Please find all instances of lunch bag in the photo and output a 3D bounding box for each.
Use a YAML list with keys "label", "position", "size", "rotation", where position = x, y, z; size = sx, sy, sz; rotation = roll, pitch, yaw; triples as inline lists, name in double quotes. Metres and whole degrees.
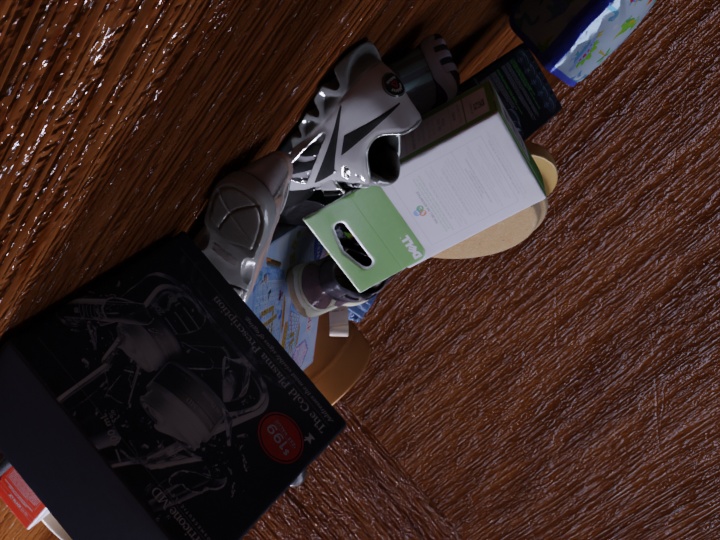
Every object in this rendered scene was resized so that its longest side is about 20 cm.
- label: "lunch bag"
  position: [0.256, -0.298, 1.071]
  size: [0.171, 0.127, 0.200]
  rotation: [-48, -173, 20]

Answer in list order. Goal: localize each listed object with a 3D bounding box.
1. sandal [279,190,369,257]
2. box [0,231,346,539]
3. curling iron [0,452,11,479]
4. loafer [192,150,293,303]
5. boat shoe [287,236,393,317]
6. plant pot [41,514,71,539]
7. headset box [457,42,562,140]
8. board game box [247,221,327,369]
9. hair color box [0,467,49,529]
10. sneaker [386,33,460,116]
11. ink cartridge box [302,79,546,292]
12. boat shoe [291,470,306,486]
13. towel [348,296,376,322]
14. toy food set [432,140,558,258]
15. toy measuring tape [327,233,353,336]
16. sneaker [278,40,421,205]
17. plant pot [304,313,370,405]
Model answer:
- label: "sandal"
  position: [0.000, -0.039, 0.956]
  size: [0.196, 0.046, 0.075]
  rotation: [7, 155, -28]
- label: "box"
  position: [-0.143, 0.107, 0.711]
  size: [0.104, 0.201, 0.182]
  rotation: [-43, 178, 42]
- label: "curling iron"
  position: [-0.290, 0.139, 0.860]
  size: [0.200, 0.026, 0.049]
  rotation: [-48, -161, -11]
- label: "loafer"
  position: [-0.102, -0.021, 0.797]
  size: [0.063, 0.072, 0.201]
  rotation: [-49, 178, -39]
- label: "boat shoe"
  position: [0.000, 0.000, 1.026]
  size: [0.064, 0.073, 0.199]
  rotation: [-14, -177, 33]
- label: "plant pot"
  position: [-0.288, 0.262, 1.256]
  size: [0.201, 0.186, 0.187]
  rotation: [-58, -174, -36]
- label: "headset box"
  position: [0.115, -0.159, 1.121]
  size: [0.173, 0.094, 0.199]
  rotation: [-28, -172, 45]
- label: "board game box"
  position: [-0.100, 0.045, 0.997]
  size: [0.199, 0.040, 0.204]
  rotation: [-38, 142, -56]
- label: "hair color box"
  position: [-0.280, 0.167, 0.981]
  size: [0.200, 0.061, 0.101]
  rotation: [-45, 176, 31]
- label: "sneaker"
  position: [0.032, -0.152, 0.918]
  size: [0.086, 0.076, 0.200]
  rotation: [-24, 166, -10]
- label: "ink cartridge box"
  position: [0.056, -0.073, 0.880]
  size: [0.197, 0.104, 0.060]
  rotation: [-27, -144, 17]
- label: "boat shoe"
  position: [-0.115, 0.177, 1.036]
  size: [0.066, 0.058, 0.199]
  rotation: [-18, -165, -27]
- label: "towel"
  position: [0.006, -0.043, 1.221]
  size: [0.111, 0.048, 0.203]
  rotation: [35, 81, -48]
- label: "toy food set"
  position: [0.097, -0.071, 1.008]
  size: [0.201, 0.193, 0.050]
  rotation: [99, -6, -66]
- label: "toy measuring tape"
  position: [-0.024, -0.026, 1.099]
  size: [0.074, 0.072, 0.203]
  rotation: [-46, -147, 43]
- label: "sneaker"
  position: [-0.015, -0.091, 0.800]
  size: [0.074, 0.089, 0.200]
  rotation: [-42, 177, -32]
- label: "plant pot"
  position: [-0.102, 0.108, 1.359]
  size: [0.198, 0.141, 0.201]
  rotation: [-32, -163, 11]
